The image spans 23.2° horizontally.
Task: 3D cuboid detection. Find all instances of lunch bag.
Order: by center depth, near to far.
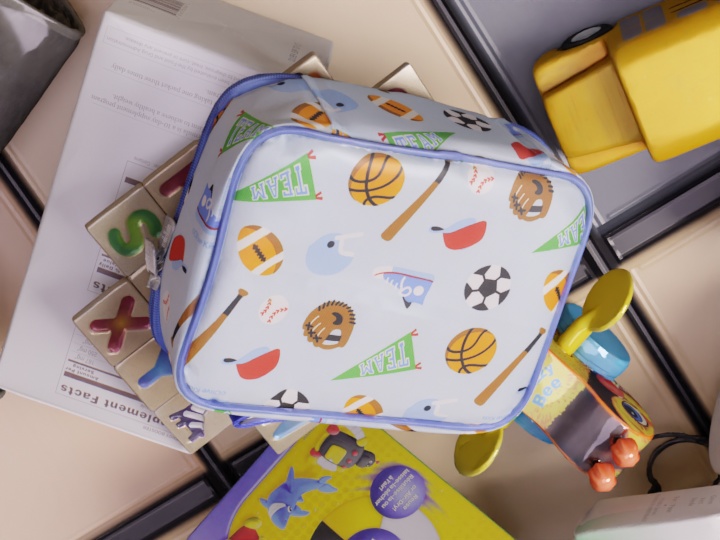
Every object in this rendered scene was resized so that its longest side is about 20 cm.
[{"bbox_3d":[0.000,0.000,0.812,0.198,0.076,0.162,8,114,-24],"label":"lunch bag"}]

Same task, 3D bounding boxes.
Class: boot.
[{"bbox_3d":[-0.204,-0.052,0.912,0.182,0.073,0.200,43,101,3],"label":"boot"}]

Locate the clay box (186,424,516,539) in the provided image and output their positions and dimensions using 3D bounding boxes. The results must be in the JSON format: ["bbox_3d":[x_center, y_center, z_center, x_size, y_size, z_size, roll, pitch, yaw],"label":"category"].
[{"bbox_3d":[0.019,0.164,0.909,0.199,0.048,0.115,37,78,26],"label":"clay box"}]

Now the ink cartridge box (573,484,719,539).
[{"bbox_3d":[0.219,0.181,0.858,0.198,0.050,0.162,-10,105,28],"label":"ink cartridge box"}]

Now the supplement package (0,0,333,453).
[{"bbox_3d":[-0.099,-0.030,0.892,0.109,0.114,0.202,19,108,-3],"label":"supplement package"}]

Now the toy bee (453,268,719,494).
[{"bbox_3d":[0.114,0.061,0.909,0.198,0.109,0.132,18,107,-1],"label":"toy bee"}]

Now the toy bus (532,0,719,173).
[{"bbox_3d":[0.186,-0.108,0.861,0.198,0.078,0.066,-22,105,11],"label":"toy bus"}]

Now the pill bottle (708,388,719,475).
[{"bbox_3d":[0.288,0.095,0.901,0.198,0.114,0.115,21,109,-3],"label":"pill bottle"}]

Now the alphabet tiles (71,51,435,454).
[{"bbox_3d":[-0.031,-0.003,0.844,0.199,0.006,0.167,-37,122,0],"label":"alphabet tiles"}]
